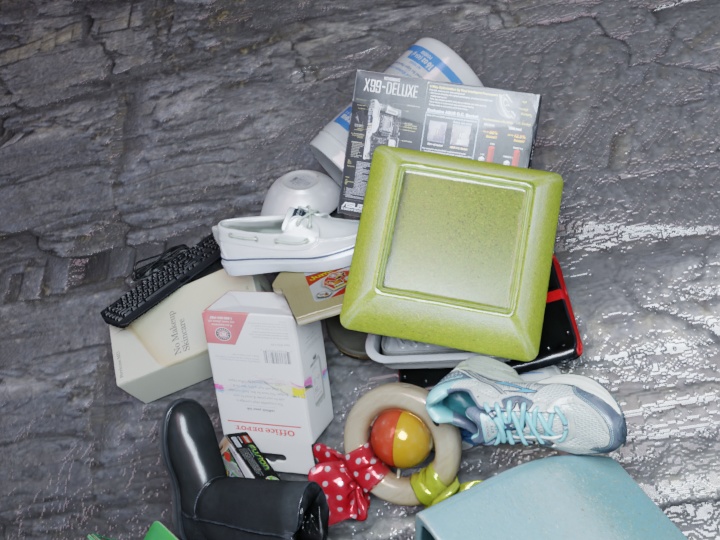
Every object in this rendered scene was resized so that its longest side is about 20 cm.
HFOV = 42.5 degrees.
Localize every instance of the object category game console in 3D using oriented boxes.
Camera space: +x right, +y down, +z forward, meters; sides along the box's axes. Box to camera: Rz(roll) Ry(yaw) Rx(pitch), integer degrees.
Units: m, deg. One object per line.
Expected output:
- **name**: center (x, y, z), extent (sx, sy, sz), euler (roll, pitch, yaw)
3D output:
- **game console**: center (0.134, 0.057, 1.030), extent (0.200, 0.031, 0.177), euler (-17, 43, 13)

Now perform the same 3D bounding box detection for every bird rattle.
- **bird rattle**: center (0.039, 0.196, 0.973), extent (0.200, 0.113, 0.163), euler (11, 100, 33)

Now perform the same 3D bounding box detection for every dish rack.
- **dish rack**: center (0.103, 0.030, 1.019), extent (0.172, 0.044, 0.200), euler (-5, 46, 23)

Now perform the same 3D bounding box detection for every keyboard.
- **keyboard**: center (-0.251, -0.002, 1.175), extent (0.200, 0.040, 0.104), euler (-39, 25, -30)

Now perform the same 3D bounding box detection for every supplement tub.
- **supplement tub**: center (0.050, -0.178, 1.149), extent (0.200, 0.132, 0.132), euler (-43, 58, -5)

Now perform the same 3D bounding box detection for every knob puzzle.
- **knob puzzle**: center (0.000, 0.000, 1.032), extent (0.219, 0.030, 0.220), euler (-12, 24, 6)

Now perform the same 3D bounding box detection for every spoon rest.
- **spoon rest**: center (-0.104, -0.070, 1.168), extent (0.099, 0.061, 0.200), euler (23, 41, 30)

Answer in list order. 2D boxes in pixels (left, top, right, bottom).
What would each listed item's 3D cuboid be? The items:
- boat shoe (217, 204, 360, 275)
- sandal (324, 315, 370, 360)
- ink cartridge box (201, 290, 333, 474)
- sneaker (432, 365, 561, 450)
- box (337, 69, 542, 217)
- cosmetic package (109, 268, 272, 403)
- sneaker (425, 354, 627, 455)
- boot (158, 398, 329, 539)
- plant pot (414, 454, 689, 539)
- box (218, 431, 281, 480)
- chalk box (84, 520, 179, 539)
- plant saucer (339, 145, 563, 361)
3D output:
- **boat shoe**: center (-0.068, -0.039, 1.034), extent (0.200, 0.067, 0.074), euler (-10, 24, 11)
- **sandal**: center (-0.016, 0.018, 1.121), extent (0.082, 0.055, 0.200), euler (-20, 60, 10)
- **ink cartridge box**: center (-0.101, 0.128, 1.056), extent (0.116, 0.200, 0.067), euler (2, 22, 22)
- **sneaker**: center (0.128, 0.141, 1.008), extent (0.200, 0.075, 0.087), euler (-7, 43, 18)
- **box**: center (0.083, -0.124, 0.998), extent (0.200, 0.050, 0.158), euler (9, 100, 11)
- **cosmetic package**: center (-0.205, 0.077, 1.154), extent (0.200, 0.073, 0.104), euler (-23, 58, 8)
- **sneaker**: center (0.145, 0.137, 0.847), extent (0.086, 0.078, 0.200), euler (-22, 19, -40)
- **boot**: center (-0.121, 0.218, 0.948), extent (0.200, 0.066, 0.165), euler (-1, 100, 47)
- **plant pot**: center (0.184, 0.282, 0.840), extent (0.200, 0.196, 0.196), euler (-28, 56, -19)
- **box**: center (-0.110, 0.286, 1.007), extent (0.200, 0.035, 0.110), euler (48, 118, 31)
- **chalk box**: center (-0.256, 0.372, 0.998), extent (0.125, 0.124, 0.200), euler (31, 78, 31)
- **plant saucer**: center (0.093, -0.026, 0.917), extent (0.200, 0.048, 0.200), euler (10, 77, 6)
